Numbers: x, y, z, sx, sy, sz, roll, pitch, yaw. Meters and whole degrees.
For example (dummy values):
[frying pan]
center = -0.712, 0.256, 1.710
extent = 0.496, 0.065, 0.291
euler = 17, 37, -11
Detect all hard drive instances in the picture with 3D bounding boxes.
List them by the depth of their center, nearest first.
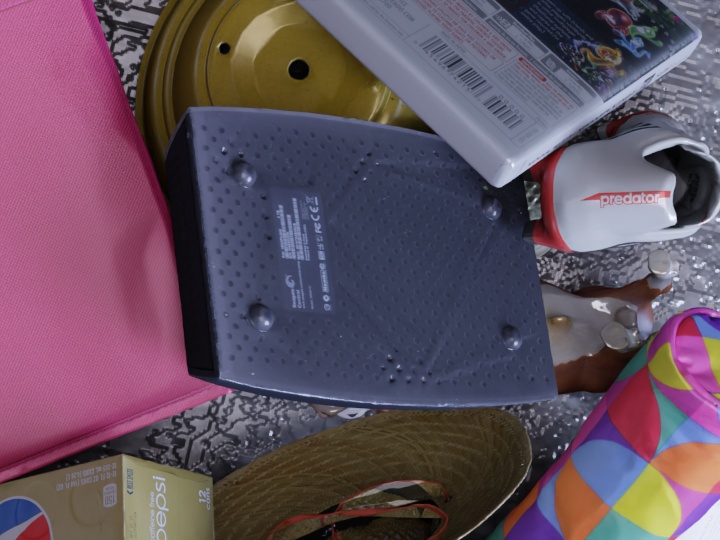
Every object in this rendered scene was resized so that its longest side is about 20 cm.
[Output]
[hard drive]
center = 0.000, 0.000, 0.924
extent = 0.199, 0.042, 0.135
euler = 6, 69, -40

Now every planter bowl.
[planter bowl]
center = -0.025, -0.092, 1.011
extent = 0.199, 0.083, 0.201
euler = -1, 82, 8

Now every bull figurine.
[bull figurine]
center = 0.072, 0.035, 1.055
extent = 0.199, 0.121, 0.065
euler = -6, 73, -14

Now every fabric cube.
[fabric cube]
center = -0.190, -0.010, 0.965
extent = 0.196, 0.200, 0.200
euler = -20, 96, -7

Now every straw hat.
[straw hat]
center = 0.004, 0.144, 0.964
extent = 0.200, 0.201, 0.085
euler = -21, 105, -6

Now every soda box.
[soda box]
center = -0.161, 0.138, 0.921
extent = 0.199, 0.064, 0.068
euler = -16, 68, 32

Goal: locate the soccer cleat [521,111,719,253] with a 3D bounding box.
[soccer cleat]
center = 0.147, -0.043, 1.016
extent = 0.085, 0.200, 0.069
euler = 0, 97, 25

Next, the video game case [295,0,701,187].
[video game case]
center = 0.048, -0.144, 0.993
extent = 0.200, 0.023, 0.182
euler = 44, 45, 12

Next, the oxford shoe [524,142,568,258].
[oxford shoe]
center = 0.077, -0.099, 1.073
extent = 0.075, 0.058, 0.201
euler = -5, 79, 9

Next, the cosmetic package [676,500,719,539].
[cosmetic package]
center = 0.173, 0.194, 1.104
extent = 0.082, 0.051, 0.201
euler = 29, 90, -13

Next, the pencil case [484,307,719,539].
[pencil case]
center = 0.141, 0.107, 1.037
extent = 0.088, 0.088, 0.200
euler = 31, 123, -9
